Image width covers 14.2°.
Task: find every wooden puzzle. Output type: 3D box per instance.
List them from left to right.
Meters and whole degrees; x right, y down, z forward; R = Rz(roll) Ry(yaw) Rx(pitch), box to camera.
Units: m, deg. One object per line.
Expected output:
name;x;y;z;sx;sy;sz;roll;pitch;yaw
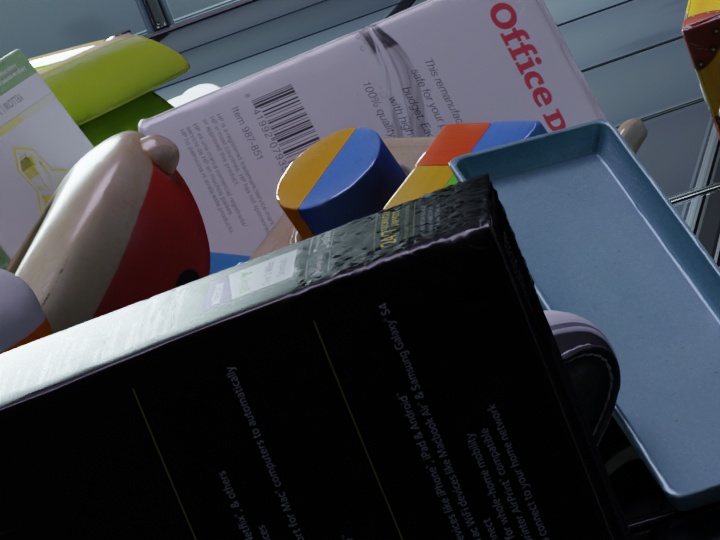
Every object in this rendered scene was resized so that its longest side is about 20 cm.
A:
wooden puzzle;0.000;0.000;1.183;0.200;0.046;0.185;-4;42;48

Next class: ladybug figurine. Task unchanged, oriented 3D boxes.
ladybug figurine;-0.122;0.032;1.187;0.200;0.072;0.136;-56;9;22

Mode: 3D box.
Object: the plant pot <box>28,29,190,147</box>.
plant pot;-0.179;-0.017;1.587;0.200;0.182;0.199;-28;13;-36

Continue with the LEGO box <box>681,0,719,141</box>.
LEGO box;0.284;-0.145;1.592;0.200;0.077;0.149;-19;11;14

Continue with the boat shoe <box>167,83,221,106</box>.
boat shoe;-0.145;-0.087;2.150;0.069;0.071;0.200;-29;5;-27

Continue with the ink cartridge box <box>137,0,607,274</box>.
ink cartridge box;0.014;-0.033;1.352;0.200;0.145;0.084;-24;-14;-12

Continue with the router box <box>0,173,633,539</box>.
router box;-0.003;0.097;0.665;0.149;0.200;0.051;-20;13;7

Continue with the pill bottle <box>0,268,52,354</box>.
pill bottle;-0.155;0.071;1.070;0.113;0.200;0.113;-21;12;4

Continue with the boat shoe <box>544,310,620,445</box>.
boat shoe;0.030;0.088;0.951;0.200;0.070;0.066;-40;30;-28

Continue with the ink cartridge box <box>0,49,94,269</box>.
ink cartridge box;-0.141;0.002;1.356;0.048;0.200;0.146;-36;5;22

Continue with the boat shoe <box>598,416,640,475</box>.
boat shoe;0.064;0.061;1.077;0.074;0.063;0.201;-7;20;43

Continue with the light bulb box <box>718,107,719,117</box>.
light bulb box;0.265;-0.036;0.994;0.200;0.125;0.198;-24;12;-16

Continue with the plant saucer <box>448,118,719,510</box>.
plant saucer;0.102;0.014;1.061;0.070;0.019;0.200;-15;44;-16
